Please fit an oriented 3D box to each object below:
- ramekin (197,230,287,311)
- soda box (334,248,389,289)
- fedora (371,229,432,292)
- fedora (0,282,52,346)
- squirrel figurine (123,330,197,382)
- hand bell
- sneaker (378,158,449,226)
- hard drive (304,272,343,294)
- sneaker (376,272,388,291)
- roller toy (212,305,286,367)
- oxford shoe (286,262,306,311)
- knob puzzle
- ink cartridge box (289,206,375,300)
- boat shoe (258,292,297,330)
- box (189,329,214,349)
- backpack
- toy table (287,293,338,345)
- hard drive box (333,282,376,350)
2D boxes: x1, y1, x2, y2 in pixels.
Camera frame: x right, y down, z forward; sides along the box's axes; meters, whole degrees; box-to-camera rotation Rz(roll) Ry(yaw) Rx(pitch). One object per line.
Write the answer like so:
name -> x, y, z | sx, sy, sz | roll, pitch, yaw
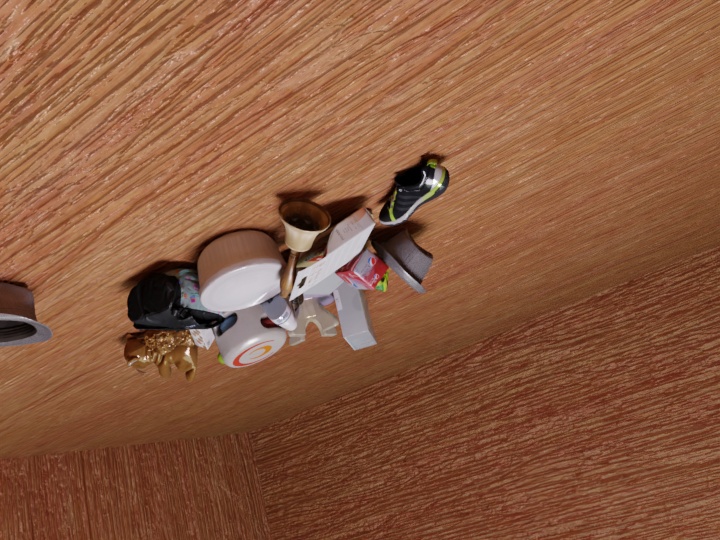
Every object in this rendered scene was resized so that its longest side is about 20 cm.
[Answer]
ramekin -> -0.250, -0.002, 1.318 | 0.198, 0.096, 0.203 | -19, 158, -8
soda box -> 0.000, 0.000, 1.472 | 0.064, 0.070, 0.200 | -53, -171, -9
fedora -> 0.112, -0.034, 1.504 | 0.090, 0.177, 0.200 | -46, 175, 4
fedora -> -0.691, 0.080, 1.191 | 0.194, 0.093, 0.178 | -6, 158, -11
squirrel figurine -> -0.521, 0.193, 1.647 | 0.182, 0.144, 0.202 | 4, 141, -23
hand bell -> -0.129, -0.027, 1.234 | 0.102, 0.105, 0.203 | -6, 132, -29
sneaker -> 0.091, -0.165, 1.258 | 0.082, 0.073, 0.199 | 27, 138, -30
hard drive -> -0.134, 0.023, 1.597 | 0.196, 0.027, 0.132 | 2, 151, -36
sneaker -> 0.031, 0.011, 1.674 | 0.081, 0.076, 0.200 | 5, 172, 11
roller toy -> -0.296, 0.156, 1.672 | 0.196, 0.142, 0.183 | -20, 159, -20
oxford shoe -> -0.156, 0.044, 1.486 | 0.071, 0.086, 0.201 | -8, 154, -10
knob puzzle -> -0.052, -0.077, 1.395 | 0.216, 0.031, 0.220 | -29, 166, -8
ink cartridge box -> -0.071, -0.032, 1.299 | 0.198, 0.051, 0.163 | -32, 168, -23
boat shoe -> -0.199, 0.070, 1.435 | 0.073, 0.201, 0.066 | -37, 130, 3
box -> -0.402, 0.125, 1.549 | 0.038, 0.042, 0.202 | 18, 147, 13
backpack -> -0.383, 0.066, 1.366 | 0.163, 0.130, 0.198 | -9, 168, 31
toy table -> -0.143, 0.123, 1.732 | 0.197, 0.120, 0.183 | 1, 157, -41
hard drive box -> -0.015, 0.129, 1.815 | 0.075, 0.160, 0.200 | -15, 161, 3
